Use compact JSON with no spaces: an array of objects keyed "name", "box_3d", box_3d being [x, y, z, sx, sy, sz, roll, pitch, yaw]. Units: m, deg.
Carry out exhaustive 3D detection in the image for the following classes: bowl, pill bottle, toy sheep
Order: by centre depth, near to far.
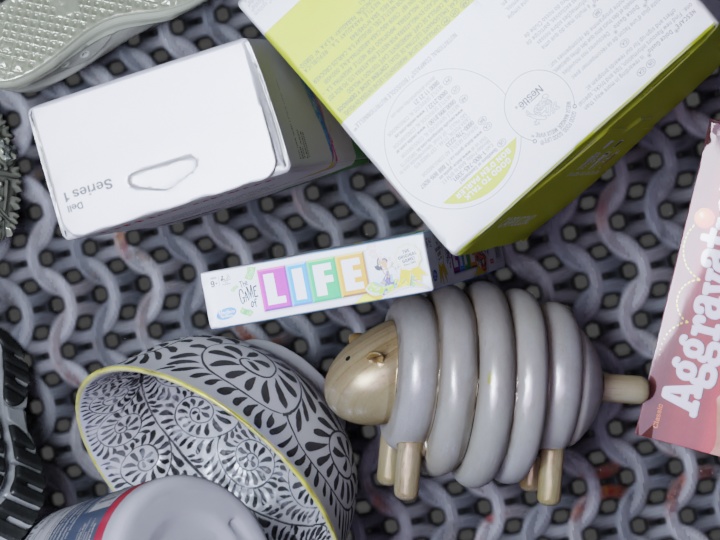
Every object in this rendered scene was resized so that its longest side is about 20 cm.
[{"name":"toy sheep","box_3d":[0.076,0.072,1.577,0.200,0.138,0.138,3,95,-14]},{"name":"pill bottle","box_3d":[-0.154,0.201,1.608,0.200,0.120,0.120,-22,87,51]},{"name":"bowl","box_3d":[-0.070,0.105,1.615,0.201,0.201,0.094,35,58,10]}]

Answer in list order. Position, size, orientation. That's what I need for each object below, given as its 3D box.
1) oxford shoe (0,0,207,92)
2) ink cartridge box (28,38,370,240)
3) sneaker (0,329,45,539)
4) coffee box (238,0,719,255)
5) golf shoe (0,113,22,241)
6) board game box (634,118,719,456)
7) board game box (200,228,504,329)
[{"name":"oxford shoe","box_3d":[-0.158,-0.175,1.660,0.200,0.058,0.075,-30,79,0]},{"name":"ink cartridge box","box_3d":[-0.093,-0.081,1.571,0.145,0.200,0.084,-17,90,15]},{"name":"sneaker","box_3d":[-0.257,0.124,1.657,0.078,0.200,0.090,36,118,-29]},{"name":"coffee box","box_3d":[0.085,-0.146,1.520,0.200,0.200,0.198,-42,83,13]},{"name":"golf shoe","box_3d":[-0.293,-0.095,1.700,0.097,0.078,0.200,-32,80,32]},{"name":"board game box","box_3d":[0.240,0.016,1.584,0.103,0.019,0.200,14,97,15]},{"name":"board game box","box_3d":[0.000,0.000,1.552,0.134,0.200,0.034,-11,91,15]}]
